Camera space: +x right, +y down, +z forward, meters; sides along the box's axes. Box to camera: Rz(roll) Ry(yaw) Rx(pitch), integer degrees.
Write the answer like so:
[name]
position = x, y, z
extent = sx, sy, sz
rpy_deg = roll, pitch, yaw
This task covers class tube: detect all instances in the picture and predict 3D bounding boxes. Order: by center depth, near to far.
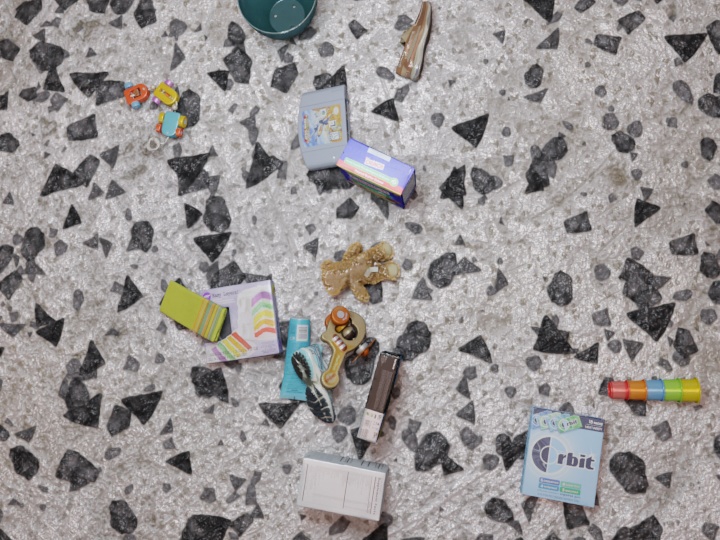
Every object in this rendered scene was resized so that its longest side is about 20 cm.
[tube]
position = -0.155, 0.218, 1.734
extent = 0.076, 0.050, 0.204
rpy_deg = 4, 90, 5

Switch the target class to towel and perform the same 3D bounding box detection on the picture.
[towel]
position = -0.414, 0.099, 1.744
extent = 0.198, 0.018, 0.087
rpy_deg = 24, 92, 29

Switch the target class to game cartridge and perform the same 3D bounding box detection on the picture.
[game cartridge]
position = -0.091, -0.356, 1.763
extent = 0.131, 0.042, 0.203
rpy_deg = -6, 80, 13

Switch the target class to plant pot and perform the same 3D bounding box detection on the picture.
[plant pot]
position = -0.196, -0.663, 1.764
extent = 0.197, 0.135, 0.204
rpy_deg = -1, 85, 5

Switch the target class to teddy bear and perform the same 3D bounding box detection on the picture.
[teddy bear]
position = 0.000, 0.000, 1.733
extent = 0.199, 0.067, 0.146
rpy_deg = -35, 92, -5

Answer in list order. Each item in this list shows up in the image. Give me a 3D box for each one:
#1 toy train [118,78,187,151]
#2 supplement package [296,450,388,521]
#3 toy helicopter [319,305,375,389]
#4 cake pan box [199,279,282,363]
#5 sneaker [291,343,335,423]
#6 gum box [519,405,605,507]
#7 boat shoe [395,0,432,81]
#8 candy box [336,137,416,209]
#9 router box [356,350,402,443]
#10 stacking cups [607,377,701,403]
[toy train]
position = -0.526, -0.407, 1.819
extent = 0.149, 0.056, 0.202
rpy_deg = -27, 80, 4
[supplement package]
position = -0.040, 0.506, 1.664
extent = 0.197, 0.110, 0.116
rpy_deg = 9, 86, 7
[toy helicopter]
position = -0.040, 0.193, 1.686
extent = 0.131, 0.079, 0.202
rpy_deg = 24, 65, -8
[cake pan box]
position = -0.301, 0.128, 1.752
extent = 0.197, 0.052, 0.187
rpy_deg = -7, 82, 6
[sneaker]
position = -0.090, 0.271, 1.706
extent = 0.077, 0.086, 0.203
rpy_deg = -6, 107, 46
[gum box]
position = 0.472, 0.435, 1.653
extent = 0.167, 0.045, 0.203
rpy_deg = 8, 87, 6
[boat shoe]
position = 0.133, -0.576, 1.757
extent = 0.071, 0.076, 0.203
rpy_deg = 13, 85, 8
[candy box]
position = 0.043, -0.226, 1.671
extent = 0.167, 0.200, 0.078
rpy_deg = 27, 88, 7
[router box]
position = 0.047, 0.291, 1.654
extent = 0.050, 0.149, 0.203
rpy_deg = 16, 87, 7
[stacking cups]
position = 0.682, 0.283, 1.643
extent = 0.197, 0.060, 0.062
rpy_deg = -4, 85, 9
